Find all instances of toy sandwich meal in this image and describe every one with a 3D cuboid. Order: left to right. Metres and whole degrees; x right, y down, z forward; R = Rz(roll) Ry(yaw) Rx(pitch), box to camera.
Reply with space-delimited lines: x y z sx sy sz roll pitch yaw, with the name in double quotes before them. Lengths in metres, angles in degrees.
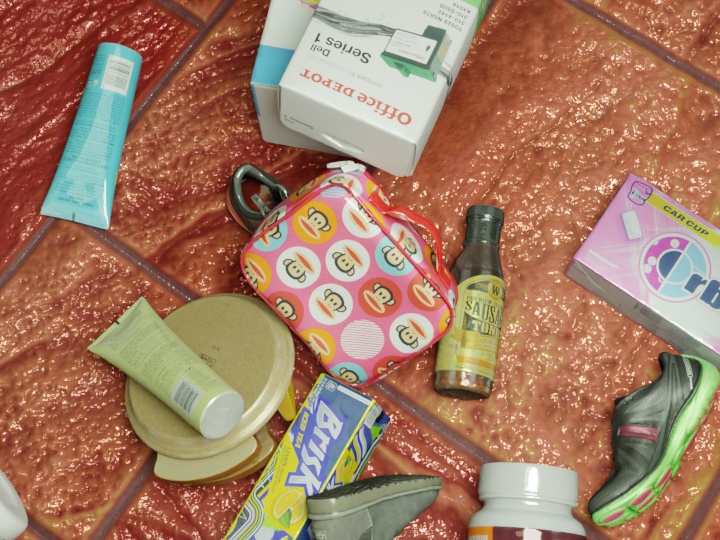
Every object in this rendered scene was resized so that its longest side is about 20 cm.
"toy sandwich meal" -0.145 0.118 1.111 0.203 0.070 0.207 -10 54 14

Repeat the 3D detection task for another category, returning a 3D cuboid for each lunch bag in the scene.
"lunch bag" 0.000 0.000 1.078 0.176 0.082 0.200 -34 104 23

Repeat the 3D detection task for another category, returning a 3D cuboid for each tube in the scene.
"tube" -0.290 -0.150 1.211 0.077 0.050 0.202 11 78 9
"tube" -0.189 0.093 1.074 0.199 0.058 0.052 32 118 39

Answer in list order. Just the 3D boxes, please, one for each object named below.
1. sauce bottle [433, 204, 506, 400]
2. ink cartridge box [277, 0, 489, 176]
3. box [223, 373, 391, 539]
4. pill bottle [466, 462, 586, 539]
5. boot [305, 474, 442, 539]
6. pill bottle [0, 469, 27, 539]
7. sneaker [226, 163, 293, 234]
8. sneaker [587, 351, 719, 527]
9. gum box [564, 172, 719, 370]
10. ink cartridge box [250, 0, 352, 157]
"sauce bottle" 0.117 0.031 1.136 0.065 0.066 0.202 7 75 3
"ink cartridge box" 0.024 -0.213 1.052 0.145 0.084 0.201 23 74 4
"box" -0.052 0.208 1.077 0.070 0.064 0.201 23 73 27
"pill bottle" 0.154 0.288 1.031 0.113 0.114 0.202 5 73 2
"boot" 0.017 0.303 1.044 0.181 0.072 0.202 -5 86 -40
"pill bottle" -0.431 0.263 1.049 0.199 0.112 0.113 -36 76 -10
"sneaker" -0.070 -0.035 1.150 0.200 0.082 0.077 40 77 10
"sneaker" 0.282 0.168 1.097 0.083 0.077 0.200 29 72 27
"gum box" 0.328 0.006 1.139 0.199 0.066 0.114 35 78 10
"ink cartridge box" -0.022 -0.246 1.181 0.145 0.147 0.202 11 74 3
